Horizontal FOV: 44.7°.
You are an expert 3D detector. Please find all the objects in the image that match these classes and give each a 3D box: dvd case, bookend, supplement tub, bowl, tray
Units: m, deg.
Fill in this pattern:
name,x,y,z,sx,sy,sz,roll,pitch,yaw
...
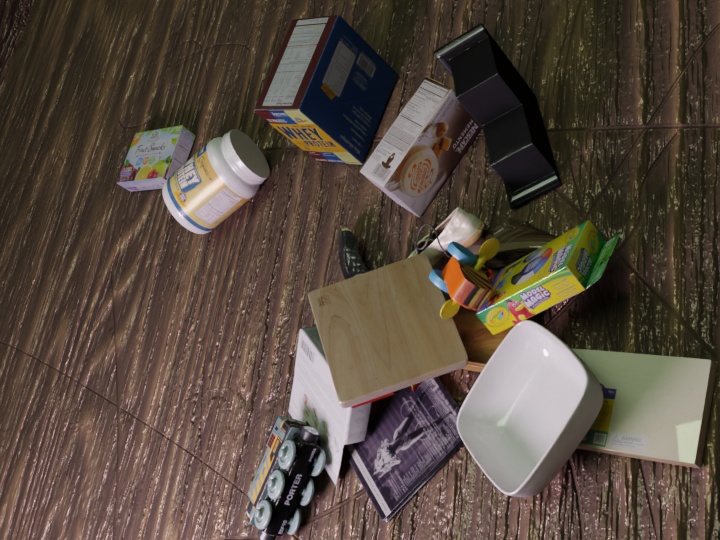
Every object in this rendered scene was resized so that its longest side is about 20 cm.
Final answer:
name,x,y,z,sx,sy,sz,roll,pitch,yaw
dvd case,0.071,0.262,1.348,0.200,0.016,0.149,-47,44,10
bookend,0.215,-0.239,1.376,0.091,0.198,0.203,-25,52,25
supplement tub,-0.303,-0.187,1.846,0.199,0.144,0.146,-36,47,20
bowl,0.233,0.187,1.174,0.202,0.074,0.200,-60,27,11
tray,0.163,0.100,1.347,0.198,0.037,0.100,6,70,42

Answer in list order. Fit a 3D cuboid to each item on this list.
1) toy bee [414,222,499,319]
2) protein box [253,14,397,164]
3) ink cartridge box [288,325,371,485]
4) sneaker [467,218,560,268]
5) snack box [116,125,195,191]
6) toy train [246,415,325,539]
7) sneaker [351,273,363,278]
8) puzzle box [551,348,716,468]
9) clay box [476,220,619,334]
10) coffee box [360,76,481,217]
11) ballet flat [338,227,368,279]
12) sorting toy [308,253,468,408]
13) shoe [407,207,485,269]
name,x,y,z,sx,sy,sz,roll,pitch,yaw
toy bee,0.160,-0.001,1.280,0.131,0.108,0.202,-48,28,36
protein box,-0.063,-0.342,1.682,0.134,0.198,0.203,10,73,44
ink cartridge box,-0.053,0.218,1.439,0.200,0.043,0.176,47,136,48
sneaker,0.245,-0.049,1.335,0.198,0.070,0.077,1,62,40
snack box,-0.499,-0.271,2.135,0.198,0.053,0.144,0,65,42
toy train,-0.126,0.337,1.428,0.114,0.084,0.203,33,102,59
sneaker,-0.012,0.106,1.446,0.079,0.077,0.204,4,90,54
puzzle box,0.353,0.174,1.142,0.198,0.025,0.135,2,68,42
clay box,0.259,0.006,1.214,0.199,0.048,0.115,-35,12,44
coffee box,0.108,-0.213,1.520,0.201,0.114,0.080,-54,43,1
ballet flat,0.000,0.000,1.548,0.056,0.067,0.202,-12,50,-12
sorting toy,0.041,0.100,1.331,0.196,0.070,0.202,-18,54,-1
shoe,0.123,-0.045,1.412,0.200,0.053,0.071,-37,26,51
